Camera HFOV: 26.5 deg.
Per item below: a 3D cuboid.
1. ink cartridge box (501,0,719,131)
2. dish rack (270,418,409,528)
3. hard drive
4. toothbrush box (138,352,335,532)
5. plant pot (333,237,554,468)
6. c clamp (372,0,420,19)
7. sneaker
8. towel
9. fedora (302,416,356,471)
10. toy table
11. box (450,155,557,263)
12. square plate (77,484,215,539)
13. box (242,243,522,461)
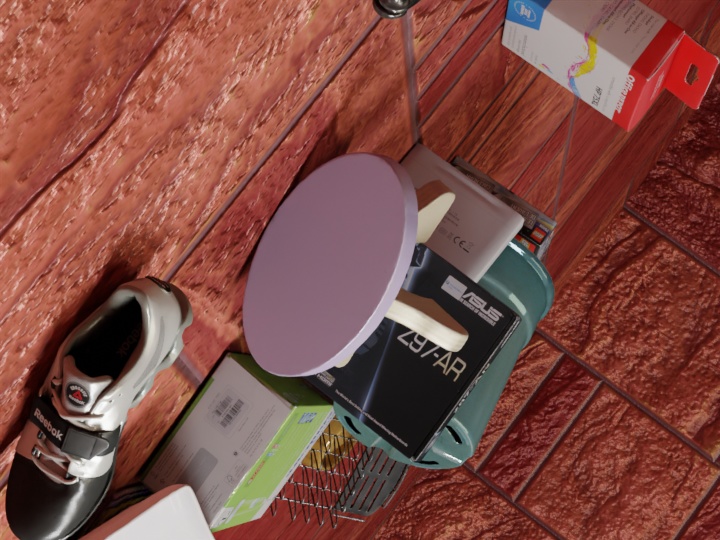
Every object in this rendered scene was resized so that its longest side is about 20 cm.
[{"bbox_3d":[0.238,-0.213,1.475,0.067,0.199,0.116,-50,167,-15],"label":"ink cartridge box"},{"bbox_3d":[-0.046,0.221,1.667,0.055,0.198,0.154,-99,-152,-49],"label":"dish rack"},{"bbox_3d":[0.047,-0.012,1.465,0.200,0.132,0.027,-49,167,-20],"label":"hard drive"},{"bbox_3d":[-0.110,0.163,1.466,0.146,0.086,0.200,-54,167,3],"label":"toothbrush box"},{"bbox_3d":[0.072,0.079,1.536,0.201,0.199,0.197,105,8,-60],"label":"plant pot"},{"bbox_3d":[0.048,-0.253,1.086,0.171,0.027,0.201,-52,167,-33],"label":"c clamp"},{"bbox_3d":[-0.189,0.090,1.019,0.201,0.074,0.089,-63,168,-2],"label":"sneaker"},{"bbox_3d":[-0.233,0.261,1.420,0.144,0.023,0.200,-56,168,5],"label":"towel"},{"bbox_3d":[-0.040,0.168,1.745,0.201,0.082,0.201,-50,168,-15],"label":"fedora"},{"bbox_3d":[0.000,0.000,1.266,0.200,0.184,0.117,-46,155,23],"label":"toy table"},{"bbox_3d":[0.147,-0.038,1.762,0.040,0.136,0.200,-51,167,-20],"label":"box"},{"bbox_3d":[-0.217,0.269,1.321,0.197,0.029,0.201,-31,150,-12],"label":"square plate"},{"bbox_3d":[0.019,0.048,1.368,0.161,0.199,0.044,-53,169,1],"label":"box"}]
